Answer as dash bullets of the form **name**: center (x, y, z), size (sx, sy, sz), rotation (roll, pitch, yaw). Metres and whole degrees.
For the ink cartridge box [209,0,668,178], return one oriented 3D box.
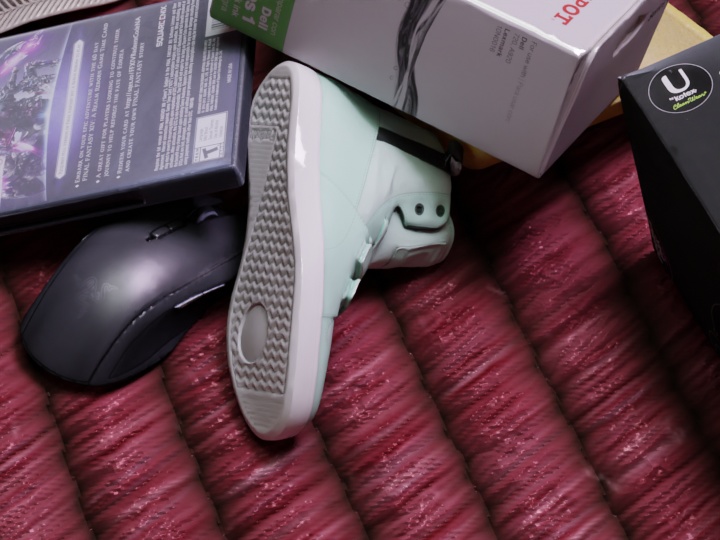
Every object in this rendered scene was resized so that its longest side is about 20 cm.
- **ink cartridge box**: center (0.046, -0.147, 1.503), size (0.200, 0.084, 0.146), rotation (28, 36, 14)

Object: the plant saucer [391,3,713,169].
- **plant saucer**: center (0.067, -0.130, 1.601), size (0.200, 0.049, 0.200), rotation (-21, 51, -40)

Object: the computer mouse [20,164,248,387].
- **computer mouse**: center (-0.113, -0.030, 1.502), size (0.140, 0.046, 0.200), rotation (39, 54, 25)

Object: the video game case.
- **video game case**: center (-0.153, -0.079, 1.517), size (0.200, 0.019, 0.143), rotation (-12, 44, 14)

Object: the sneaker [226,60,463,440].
- **sneaker**: center (0.000, 0.000, 1.471), size (0.118, 0.074, 0.201), rotation (18, 63, -29)

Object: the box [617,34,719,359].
- **box**: center (0.230, -0.010, 1.437), size (0.124, 0.149, 0.200), rotation (-23, 52, -4)

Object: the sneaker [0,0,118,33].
- **sneaker**: center (-0.209, -0.179, 1.601), size (0.084, 0.075, 0.200), rotation (35, 28, 31)
